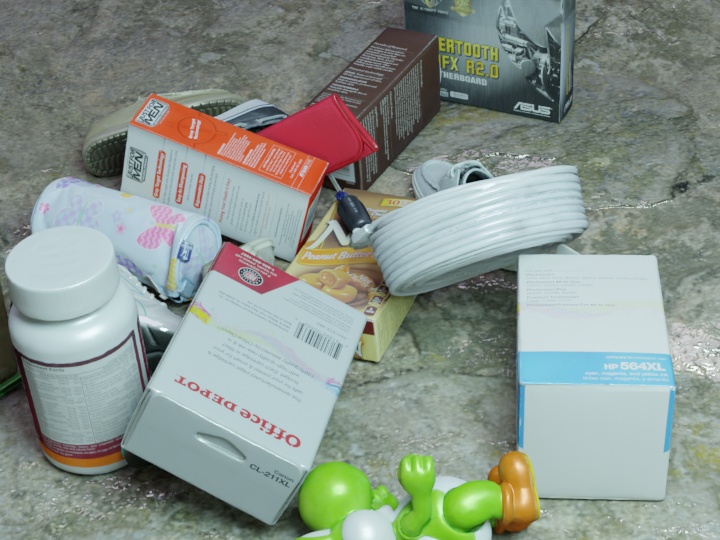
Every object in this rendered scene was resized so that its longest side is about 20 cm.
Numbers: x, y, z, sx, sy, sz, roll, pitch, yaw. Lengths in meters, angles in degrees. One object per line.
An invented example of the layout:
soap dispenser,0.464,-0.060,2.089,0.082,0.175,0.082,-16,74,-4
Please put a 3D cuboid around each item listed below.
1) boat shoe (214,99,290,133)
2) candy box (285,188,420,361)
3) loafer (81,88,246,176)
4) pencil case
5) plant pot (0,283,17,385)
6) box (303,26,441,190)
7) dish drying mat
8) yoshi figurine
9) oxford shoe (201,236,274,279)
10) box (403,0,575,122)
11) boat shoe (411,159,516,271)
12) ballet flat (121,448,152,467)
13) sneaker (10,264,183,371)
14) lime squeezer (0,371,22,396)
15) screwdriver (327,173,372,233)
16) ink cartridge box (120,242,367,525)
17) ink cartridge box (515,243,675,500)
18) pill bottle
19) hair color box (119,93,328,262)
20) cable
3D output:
boat shoe,-0.147,-0.129,1.589,0.067,0.072,0.199,23,38,34
candy box,0.000,0.000,1.410,0.114,0.056,0.200,10,40,20
loafer,-0.227,-0.170,1.642,0.198,0.076,0.068,-16,44,-13
pencil case,-0.239,-0.033,1.459,0.199,0.092,0.083,17,0,25
plant pot,-0.423,0.030,1.318,0.199,0.201,0.177,-28,52,-28
box,0.017,-0.183,1.611,0.074,0.101,0.200,17,42,26
dish drying mat,-0.078,-0.115,1.476,0.199,0.077,0.018,-22,30,37
yoshi figurine,0.034,0.182,1.137,0.198,0.113,0.112,-14,24,-8
oxford shoe,-0.113,0.006,1.377,0.075,0.058,0.200,-29,5,2
box,0.149,-0.267,1.658,0.198,0.159,0.048,15,41,23
boat shoe,0.121,-0.077,1.483,0.070,0.072,0.201,-23,41,-23
ballet flat,-0.123,0.116,1.268,0.068,0.068,0.200,30,48,19
sneaker,-0.217,0.034,1.322,0.199,0.071,0.081,18,50,4
lime squeezer,-0.251,0.085,1.355,0.198,0.038,0.071,-6,68,-3
screwdriver,-0.026,-0.082,1.467,0.029,0.028,0.200,-42,31,3
ink cartridge box,-0.095,0.091,1.201,0.145,0.083,0.201,28,39,-5
ink cartridge box,0.195,0.079,1.224,0.124,0.129,0.201,1,37,6
pill bottle,-0.239,0.068,1.227,0.108,0.201,0.110,-3,37,2
hair color box,-0.141,-0.094,1.468,0.198,0.102,0.061,22,44,4
cable,0.107,-0.036,1.289,0.198,0.070,0.200,-13,-7,-25
